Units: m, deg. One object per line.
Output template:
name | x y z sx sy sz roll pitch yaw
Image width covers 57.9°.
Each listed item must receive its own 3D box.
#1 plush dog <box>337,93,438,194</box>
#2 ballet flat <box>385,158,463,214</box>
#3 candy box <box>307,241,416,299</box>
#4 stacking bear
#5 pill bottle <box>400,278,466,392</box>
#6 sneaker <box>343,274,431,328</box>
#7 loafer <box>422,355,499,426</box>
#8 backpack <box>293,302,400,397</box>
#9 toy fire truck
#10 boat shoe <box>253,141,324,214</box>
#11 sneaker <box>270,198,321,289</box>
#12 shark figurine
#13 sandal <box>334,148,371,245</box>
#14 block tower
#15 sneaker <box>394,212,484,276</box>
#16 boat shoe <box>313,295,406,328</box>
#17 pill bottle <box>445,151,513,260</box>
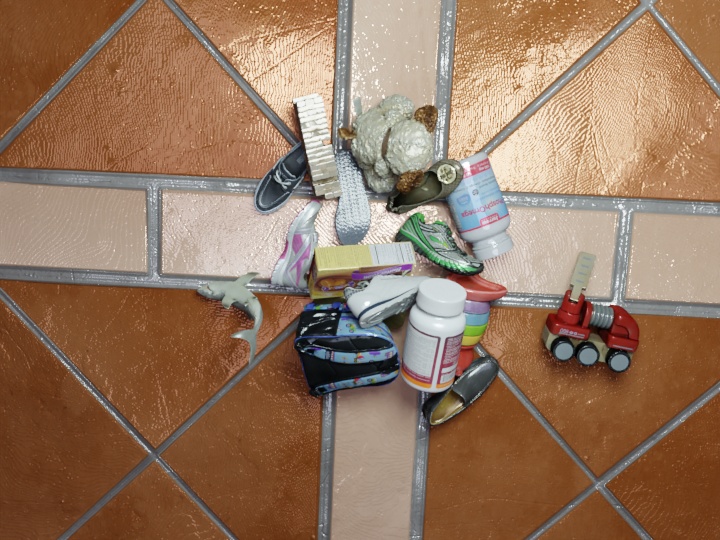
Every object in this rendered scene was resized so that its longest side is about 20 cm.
plush dog | 0.065 -0.244 1.246 0.171 0.160 0.202 19 99 37
ballet flat | 0.120 -0.160 1.282 0.199 0.046 0.068 -23 90 45
candy box | 0.000 0.000 1.299 0.198 0.117 0.057 -3 60 -15
stacking bear | 0.207 0.116 1.339 0.121 0.113 0.202 29 117 42
pill bottle | 0.142 0.124 1.249 0.109 0.110 0.201 8 117 2
sneaker | 0.061 0.039 1.269 0.081 0.199 0.077 53 140 23
loafer | 0.217 0.261 1.374 0.073 0.072 0.200 45 97 -2
backpack | -0.019 0.154 1.316 0.198 0.135 0.183 -5 131 9
toy fire truck | 0.477 0.080 1.327 0.175 0.129 0.202 11 108 1
boat shoe | -0.150 -0.195 1.334 0.200 0.068 0.072 -44 94 7
sneaker | -0.114 -0.050 1.351 0.088 0.081 0.201 22 106 -2
shark figurine | -0.238 0.090 1.361 0.128 0.214 0.090 -26 138 -22
sandal | -0.018 -0.149 1.353 0.075 0.043 0.202 -1 88 -4
block tower | -0.085 -0.241 1.274 0.054 0.058 0.202 -15 104 -11
sneaker | 0.164 -0.054 1.306 0.199 0.078 0.086 33 95 26
boat shoe | -0.001 0.066 1.370 0.199 0.063 0.074 11 135 6
pill bottle | 0.235 -0.127 1.304 0.108 0.109 0.201 -22 96 5
